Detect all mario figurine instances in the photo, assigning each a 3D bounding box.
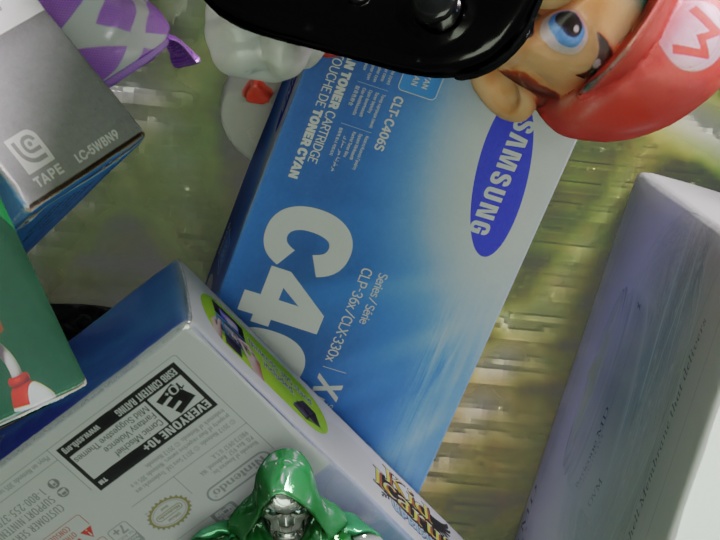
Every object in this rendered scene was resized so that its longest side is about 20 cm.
[{"bbox_3d":[0.023,-0.109,0.733,0.200,0.106,0.124,29,129,6],"label":"mario figurine"}]

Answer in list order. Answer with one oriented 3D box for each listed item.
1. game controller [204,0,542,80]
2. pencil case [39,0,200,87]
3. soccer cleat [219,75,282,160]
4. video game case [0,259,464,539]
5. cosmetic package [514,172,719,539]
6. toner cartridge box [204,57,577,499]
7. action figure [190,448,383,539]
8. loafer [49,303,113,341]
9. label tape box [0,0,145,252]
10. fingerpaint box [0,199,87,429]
[{"bbox_3d":[0.025,-0.151,0.696,0.104,0.042,0.200,18,77,11],"label":"game controller"},{"bbox_3d":[-0.138,-0.139,0.825,0.085,0.084,0.200,-31,104,-23],"label":"pencil case"},{"bbox_3d":[0.037,-0.102,0.858,0.200,0.078,0.069,-33,116,21],"label":"soccer cleat"},{"bbox_3d":[-0.079,0.119,0.850,0.200,0.045,0.181,-36,119,13],"label":"video game case"},{"bbox_3d":[0.133,0.088,0.830,0.123,0.200,0.200,17,98,-6],"label":"cosmetic package"},{"bbox_3d":[0.000,0.000,0.847,0.095,0.043,0.200,16,119,-9],"label":"toner cartridge box"},{"bbox_3d":[-0.020,0.146,0.822,0.118,0.055,0.200,-6,118,-3],"label":"action figure"},{"bbox_3d":[-0.162,0.068,0.871,0.200,0.068,0.070,-19,134,-4],"label":"loafer"},{"bbox_3d":[-0.181,-0.075,0.794,0.200,0.063,0.144,51,136,-1],"label":"label tape box"},{"bbox_3d":[-0.193,-0.002,0.736,0.073,0.200,0.167,-24,88,-45],"label":"fingerpaint box"}]
